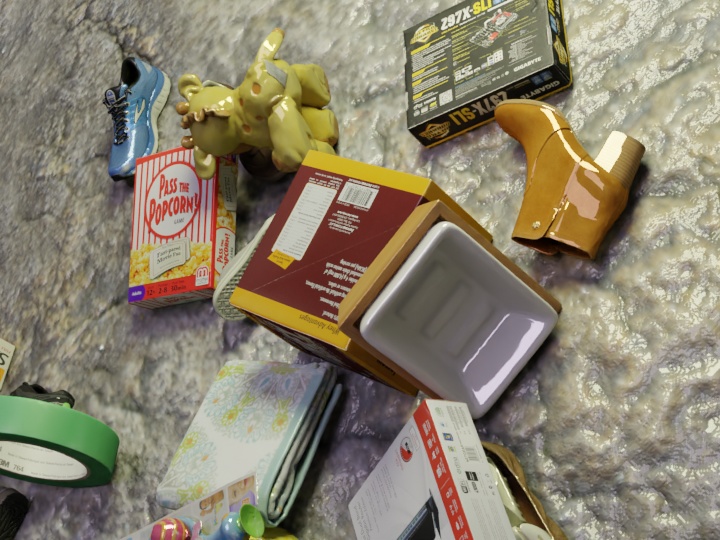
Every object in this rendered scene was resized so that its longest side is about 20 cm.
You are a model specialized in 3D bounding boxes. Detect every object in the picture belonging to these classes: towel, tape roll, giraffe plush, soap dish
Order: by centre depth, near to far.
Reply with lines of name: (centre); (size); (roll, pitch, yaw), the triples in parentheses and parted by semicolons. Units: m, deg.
soap dish: (0.086, 0.040, 1.296); (0.158, 0.200, 0.081); (-52, 31, 1)
towel: (-0.122, 0.188, 1.451); (0.171, 0.048, 0.201); (-1, 51, 40)
tape roll: (-0.395, 0.210, 1.575); (0.200, 0.200, 0.048); (-11, 57, 34)
giraffe plush: (-0.137, -0.184, 1.595); (0.162, 0.200, 0.173); (-15, 57, 22)

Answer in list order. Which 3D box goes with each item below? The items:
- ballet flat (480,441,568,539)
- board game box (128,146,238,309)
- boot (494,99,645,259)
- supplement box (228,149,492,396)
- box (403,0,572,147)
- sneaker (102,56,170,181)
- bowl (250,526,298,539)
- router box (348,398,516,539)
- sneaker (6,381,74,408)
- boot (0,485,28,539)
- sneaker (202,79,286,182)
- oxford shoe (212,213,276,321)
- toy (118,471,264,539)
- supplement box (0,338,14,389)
ballet flat: (0.145, 0.235, 1.211); (0.068, 0.072, 0.200); (-37, 47, 13)
board game box: (-0.229, -0.060, 1.683); (0.151, 0.046, 0.201); (-11, 71, 36)
boot: (0.191, -0.096, 1.375); (0.201, 0.071, 0.144); (24, 78, 40)
supplement box: (0.000, 0.000, 1.429); (0.197, 0.133, 0.201); (18, 77, 43)
box: (0.144, -0.251, 1.526); (0.199, 0.049, 0.160); (-22, 50, 28)
sneaker: (-0.339, -0.219, 1.870); (0.078, 0.089, 0.201); (-15, 56, 33)
bowl: (-0.154, 0.348, 1.362); (0.199, 0.108, 0.201); (-20, 53, 30)
router box: (0.068, 0.255, 1.223); (0.180, 0.049, 0.201); (-59, 36, 37)
sneaker: (-0.453, 0.195, 1.735); (0.199, 0.077, 0.084); (-4, 45, 34)
boot: (-0.543, 0.331, 1.714); (0.199, 0.073, 0.182); (16, 62, 37)
sneaker: (-0.158, -0.185, 1.711); (0.070, 0.075, 0.200); (-49, 44, 4)
oxford shoe: (-0.105, -0.022, 1.580); (0.200, 0.075, 0.058); (-46, 17, 7)
toy: (-0.187, 0.285, 1.316); (0.199, 0.047, 0.116); (-28, 48, 23)
supplement box: (-0.612, 0.120, 1.860); (0.199, 0.126, 0.074); (-6, 59, 36)
